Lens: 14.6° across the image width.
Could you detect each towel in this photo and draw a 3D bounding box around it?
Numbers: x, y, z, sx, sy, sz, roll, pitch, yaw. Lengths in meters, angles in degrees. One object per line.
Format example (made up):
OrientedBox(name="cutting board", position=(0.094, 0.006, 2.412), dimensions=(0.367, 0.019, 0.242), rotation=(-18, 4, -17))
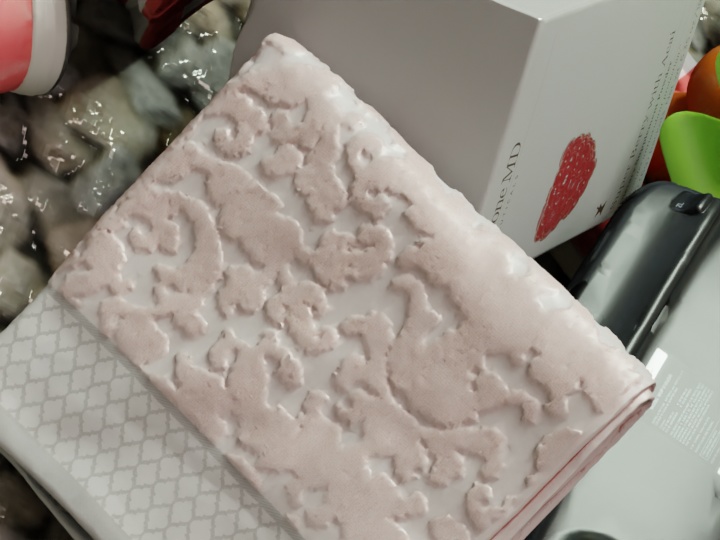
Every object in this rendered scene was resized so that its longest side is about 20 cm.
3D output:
OrientedBox(name="towel", position=(-0.026, 0.042, 1.020), dimensions=(0.200, 0.191, 0.032), rotation=(44, 0, 18))

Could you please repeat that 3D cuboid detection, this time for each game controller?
OrientedBox(name="game controller", position=(0.112, 0.052, 1.074), dimensions=(0.104, 0.042, 0.200), rotation=(40, 53, -6))

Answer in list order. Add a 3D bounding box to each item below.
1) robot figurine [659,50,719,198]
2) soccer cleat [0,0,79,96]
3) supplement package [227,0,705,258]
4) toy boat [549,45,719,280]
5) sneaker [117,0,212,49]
OrientedBox(name="robot figurine", position=(0.227, -0.029, 1.196), dimensions=(0.200, 0.176, 0.116), rotation=(18, 36, -27))
OrientedBox(name="soccer cleat", position=(-0.169, -0.162, 1.120), dimensions=(0.073, 0.068, 0.200), rotation=(-5, 69, -29))
OrientedBox(name="supplement package", position=(0.044, -0.081, 1.142), dimensions=(0.120, 0.122, 0.200), rotation=(25, 22, 19))
OrientedBox(name="toy boat", position=(0.149, -0.059, 1.281), dimensions=(0.200, 0.131, 0.130), rotation=(52, 45, -4))
OrientedBox(name="sneaker", position=(-0.093, -0.159, 1.105), dimensions=(0.078, 0.200, 0.116), rotation=(-41, 90, -19))
